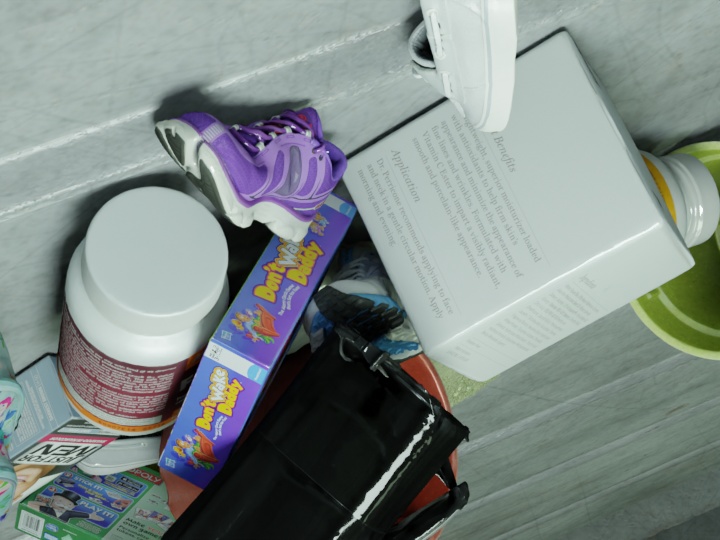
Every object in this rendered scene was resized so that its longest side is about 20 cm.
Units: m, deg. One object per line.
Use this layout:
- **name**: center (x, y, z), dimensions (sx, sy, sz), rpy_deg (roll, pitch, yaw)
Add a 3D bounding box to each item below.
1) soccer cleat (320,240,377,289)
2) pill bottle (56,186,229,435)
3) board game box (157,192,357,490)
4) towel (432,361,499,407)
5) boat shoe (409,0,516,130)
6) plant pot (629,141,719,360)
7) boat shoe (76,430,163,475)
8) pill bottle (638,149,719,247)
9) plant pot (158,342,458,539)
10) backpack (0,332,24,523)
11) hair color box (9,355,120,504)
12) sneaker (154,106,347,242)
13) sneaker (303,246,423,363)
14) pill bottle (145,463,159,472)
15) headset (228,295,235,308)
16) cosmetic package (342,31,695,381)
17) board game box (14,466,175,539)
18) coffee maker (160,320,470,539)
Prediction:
- **soccer cleat**: center (0.000, 0.000, 1.349), dimensions (0.199, 0.069, 0.078), rpy_deg (21, 99, -53)
- **pill bottle**: center (-0.153, 0.030, 1.144), dimensions (0.113, 0.115, 0.200), rpy_deg (-18, 160, -21)
- **board game box**: center (-0.072, 0.044, 1.172), dimensions (0.135, 0.044, 0.201), rpy_deg (-64, 179, 39)
- **towel**: center (0.072, 0.087, 1.553), dimensions (0.199, 0.036, 0.149), rpy_deg (-31, 138, -28)
- **boat shoe**: center (0.065, -0.143, 1.037), dimensions (0.068, 0.073, 0.200), rpy_deg (2, 169, 4)
- **plant pot**: center (0.372, -0.031, 1.563), dimensions (0.200, 0.202, 0.184), rpy_deg (-38, 169, 31)
- **boat shoe**: center (-0.166, 0.129, 1.464), dimensions (0.198, 0.073, 0.069), rpy_deg (-7, 155, -21)
- **pill bottle**: center (0.212, -0.043, 1.409), dimensions (0.198, 0.114, 0.113), rpy_deg (-15, 158, -29)
- **plant pot**: center (-0.053, 0.156, 1.363), dimensions (0.194, 0.203, 0.200), rpy_deg (-14, 172, 40)
- **backpack**: center (-0.317, 0.109, 1.111), dimensions (0.176, 0.152, 0.201), rpy_deg (-13, 152, -28)
- **hair color box**: center (-0.294, 0.148, 1.352), dimensions (0.199, 0.061, 0.099), rpy_deg (-32, 160, 20)
- **sneaker**: center (-0.067, -0.080, 1.067), dimensions (0.084, 0.081, 0.200), rpy_deg (-47, 164, 10)
- **sneaker**: center (-0.003, 0.021, 1.226), dimensions (0.074, 0.087, 0.200), rpy_deg (-28, 165, 12)
- **pill bottle**: center (-0.113, 0.205, 1.546), dimensions (0.198, 0.116, 0.114), rpy_deg (-7, 167, 20)
- **headset**: center (-0.145, 0.056, 1.319), dimensions (0.123, 0.094, 0.199), rpy_deg (-37, 174, 41)
- **cosmetic package**: center (0.121, -0.041, 1.225), dimensions (0.199, 0.166, 0.165), rpy_deg (-28, 161, 12)
- **board game box**: center (-0.187, 0.227, 1.441), dimensions (0.135, 0.198, 0.029), rpy_deg (-43, 152, -65)
- **coffee maker**: center (-0.038, 0.142, 1.102), dimensions (0.201, 0.134, 0.192), rpy_deg (-51, 140, -4)
